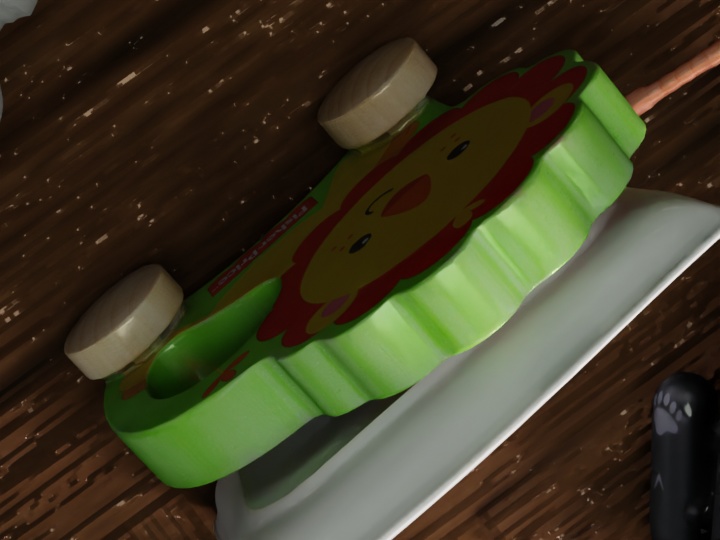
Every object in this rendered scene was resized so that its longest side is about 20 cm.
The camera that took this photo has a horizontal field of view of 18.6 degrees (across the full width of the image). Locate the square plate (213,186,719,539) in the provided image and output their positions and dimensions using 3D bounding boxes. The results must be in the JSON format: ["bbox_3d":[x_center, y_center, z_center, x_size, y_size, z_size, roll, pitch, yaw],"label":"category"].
[{"bbox_3d":[0.022,0.033,0.747,0.200,0.198,0.028,-41,99,-1],"label":"square plate"}]

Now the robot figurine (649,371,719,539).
[{"bbox_3d":[0.195,0.088,0.829,0.124,0.150,0.201,-10,118,-21],"label":"robot figurine"}]

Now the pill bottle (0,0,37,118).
[{"bbox_3d":[-0.188,-0.040,0.719,0.116,0.116,0.200,30,90,-18],"label":"pill bottle"}]

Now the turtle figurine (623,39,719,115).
[{"bbox_3d":[0.194,-0.076,0.830,0.200,0.064,0.161,-38,116,-11],"label":"turtle figurine"}]

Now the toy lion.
[{"bbox_3d":[0.000,0.000,0.734,0.200,0.192,0.069,-42,107,0],"label":"toy lion"}]
